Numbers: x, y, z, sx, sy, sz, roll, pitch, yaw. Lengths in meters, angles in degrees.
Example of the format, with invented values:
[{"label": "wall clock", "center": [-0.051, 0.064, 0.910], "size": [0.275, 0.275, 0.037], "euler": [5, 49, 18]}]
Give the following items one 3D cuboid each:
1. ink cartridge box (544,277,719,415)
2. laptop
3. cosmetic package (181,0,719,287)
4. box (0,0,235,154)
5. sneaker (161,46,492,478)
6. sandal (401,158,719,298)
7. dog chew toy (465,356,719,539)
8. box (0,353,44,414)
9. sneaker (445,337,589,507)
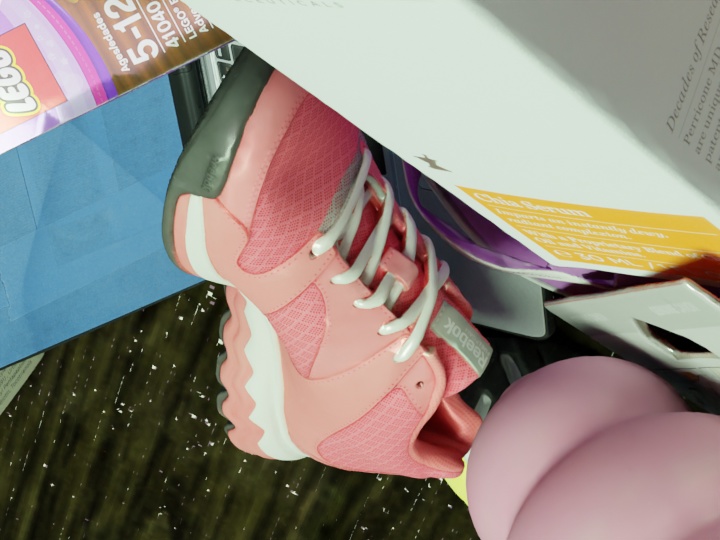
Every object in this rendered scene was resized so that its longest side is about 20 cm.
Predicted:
[{"label": "ink cartridge box", "center": [0.154, 0.042, 0.767], "size": [0.176, 0.045, 0.200], "euler": [37, 174, -4]}, {"label": "laptop", "center": [-0.055, -0.037, 0.836], "size": [0.200, 0.116, 0.188], "euler": [13, 134, 25]}, {"label": "cosmetic package", "center": [0.045, -0.064, 0.652], "size": [0.101, 0.071, 0.200], "euler": [9, 163, 43]}, {"label": "box", "center": [-0.094, -0.150, 0.744], "size": [0.137, 0.039, 0.200], "euler": [-25, 104, 9]}, {"label": "sneaker", "center": [0.000, 0.000, 0.787], "size": [0.087, 0.074, 0.200], "euler": [18, 151, 19]}, {"label": "sandal", "center": [0.052, -0.024, 0.791], "size": [0.082, 0.050, 0.203], "euler": [-18, 143, 30]}, {"label": "dog chew toy", "center": [0.099, 0.100, 0.777], "size": [0.200, 0.124, 0.125], "euler": [54, 154, 43]}, {"label": "box", "center": [-0.189, -0.023, 0.950], "size": [0.068, 0.082, 0.200], "euler": [4, 129, 27]}, {"label": "sneaker", "center": [0.084, 0.107, 0.921], "size": [0.200, 0.078, 0.090], "euler": [44, 137, -13]}]
